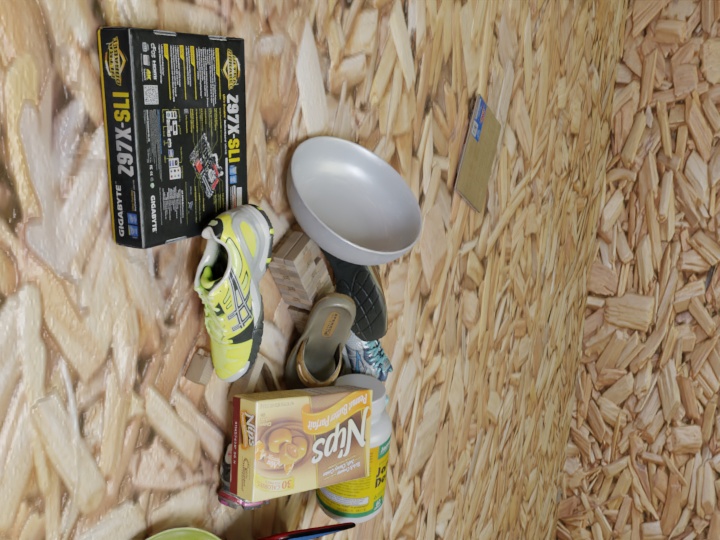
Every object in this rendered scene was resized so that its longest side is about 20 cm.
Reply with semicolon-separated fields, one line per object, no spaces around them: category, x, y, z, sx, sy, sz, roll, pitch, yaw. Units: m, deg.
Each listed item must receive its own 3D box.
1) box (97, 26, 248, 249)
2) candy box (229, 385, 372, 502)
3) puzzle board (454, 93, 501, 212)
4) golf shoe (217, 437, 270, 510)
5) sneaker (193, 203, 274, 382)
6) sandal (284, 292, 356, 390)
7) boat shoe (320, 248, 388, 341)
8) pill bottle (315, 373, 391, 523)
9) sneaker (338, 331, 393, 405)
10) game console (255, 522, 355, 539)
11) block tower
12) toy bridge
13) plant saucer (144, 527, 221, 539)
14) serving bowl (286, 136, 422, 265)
box;-0.183;-0.136;0.690;0.159;0.048;0.206;-25;119;-57
candy box;-0.070;0.214;0.861;0.197;0.054;0.119;5;88;-46
puzzle board;0.245;-0.242;1.414;0.150;0.017;0.205;28;74;-57
golf shoe;-0.108;0.252;0.912;0.198;0.071;0.095;1;96;-59
sneaker;-0.150;0.029;0.736;0.076;0.074;0.205;-14;118;-48
sandal;-0.053;0.120;0.915;0.055;0.078;0.203;-106;-150;-50
boat shoe;0.000;0.000;0.986;0.074;0.074;0.205;-40;116;-60
pill bottle;-0.010;0.267;1.026;0.112;0.111;0.205;-26;126;-53
sneaker;0.013;0.131;1.065;0.077;0.084;0.205;-35;128;-50
game console;-0.114;0.414;0.905;0.199;0.116;0.177;27;76;-58
block tower;-0.068;0.040;0.933;0.058;0.053;0.203;-53;141;-36
toy bridge;-0.146;0.137;0.856;0.200;0.027;0.069;48;56;-53
plant saucer;-0.216;0.395;0.756;0.197;0.031;0.206;9;76;-42
serving bowl;-0.016;-0.083;0.894;0.199;0.200;0.066;-36;169;-49
